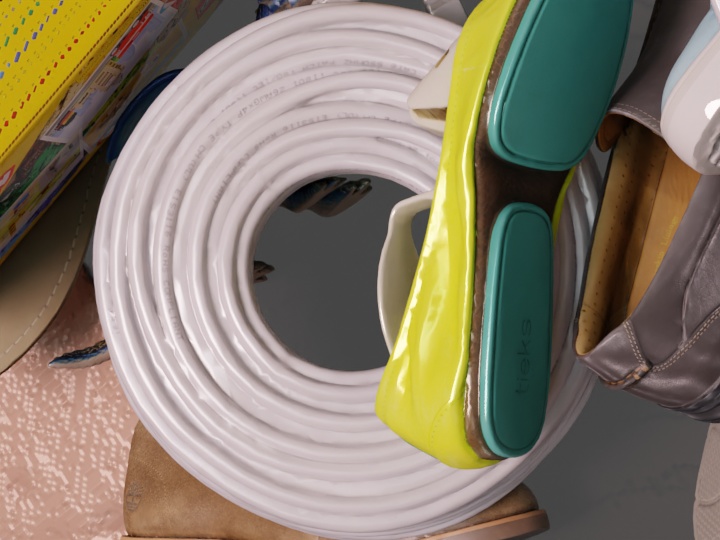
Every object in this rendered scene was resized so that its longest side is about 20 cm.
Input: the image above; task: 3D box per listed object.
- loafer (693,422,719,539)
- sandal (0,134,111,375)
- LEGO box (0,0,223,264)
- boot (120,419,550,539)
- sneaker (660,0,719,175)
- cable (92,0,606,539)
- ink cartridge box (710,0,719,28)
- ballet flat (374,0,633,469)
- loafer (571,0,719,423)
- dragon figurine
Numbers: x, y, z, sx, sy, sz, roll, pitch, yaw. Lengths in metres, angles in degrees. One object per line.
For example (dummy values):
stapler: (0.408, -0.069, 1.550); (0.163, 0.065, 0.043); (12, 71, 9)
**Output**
loafer: (0.181, 0.023, 0.802); (0.062, 0.072, 0.202); (12, 106, -19)
sandal: (-0.144, -0.038, 0.970); (0.077, 0.070, 0.213); (24, 85, 0)
LEGO box: (-0.137, -0.080, 0.863); (0.077, 0.149, 0.200); (40, 86, 2)
boot: (-0.017, 0.086, 0.911); (0.198, 0.073, 0.076); (-4, 83, 30)
sneaker: (0.152, -0.120, 0.770); (0.082, 0.074, 0.200); (31, 70, 29)
cable: (0.000, 0.000, 0.833); (0.200, 0.069, 0.200); (-39, 87, -4)
ink cartridge box: (0.205, -0.091, 0.656); (0.198, 0.041, 0.202); (-22, 82, 21)
ballet flat: (0.042, -0.033, 0.774); (0.067, 0.067, 0.202); (10, 88, 41)
loafer: (0.119, -0.050, 0.797); (0.073, 0.072, 0.202); (-13, 68, 54)
dragon figurine: (-0.064, -0.047, 0.923); (0.200, 0.059, 0.100); (-40, 75, 20)
